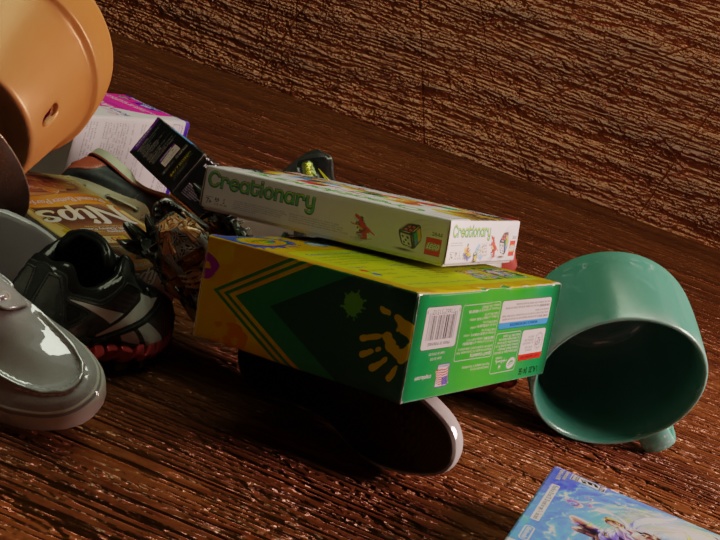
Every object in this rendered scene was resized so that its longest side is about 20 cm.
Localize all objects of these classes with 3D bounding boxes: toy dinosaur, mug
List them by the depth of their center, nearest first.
[{"bbox_3d":[-0.119,0.007,0.963,0.102,0.200,0.136,-19,51,-18],"label":"toy dinosaur"},{"bbox_3d":[0.216,0.071,1.093,0.151,0.185,0.115,2,41,-4],"label":"mug"}]

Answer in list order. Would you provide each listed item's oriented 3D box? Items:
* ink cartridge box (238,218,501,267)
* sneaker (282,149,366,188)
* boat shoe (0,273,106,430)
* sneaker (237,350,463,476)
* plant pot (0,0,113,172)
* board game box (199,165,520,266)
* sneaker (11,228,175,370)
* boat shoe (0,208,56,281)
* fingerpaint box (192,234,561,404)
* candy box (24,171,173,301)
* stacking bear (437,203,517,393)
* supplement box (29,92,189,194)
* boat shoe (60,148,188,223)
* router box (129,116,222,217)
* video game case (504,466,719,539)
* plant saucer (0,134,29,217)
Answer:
[{"bbox_3d":[0.000,0.000,1.070,0.199,0.085,0.146,6,1,37],"label":"ink cartridge box"},{"bbox_3d":[-0.008,-0.040,1.275,0.200,0.085,0.074,46,-3,-15],"label":"sneaker"},{"bbox_3d":[-0.240,0.023,0.747,0.200,0.069,0.072,35,59,16],"label":"boat shoe"},{"bbox_3d":[0.007,0.082,0.913,0.200,0.073,0.085,26,25,34],"label":"sneaker"},{"bbox_3d":[-0.321,-0.159,1.036,0.199,0.200,0.140,17,39,-7],"label":"plant pot"},{"bbox_3d":[0.001,-0.041,0.901,0.199,0.035,0.126,14,8,27],"label":"board game box"},{"bbox_3d":[-0.182,0.019,0.873,0.071,0.098,0.200,21,10,18],"label":"sneaker"},{"bbox_3d":[-0.320,-0.026,0.947,0.199,0.072,0.068,10,14,-8],"label":"boat shoe"},{"bbox_3d":[0.016,0.027,0.843,0.166,0.074,0.200,15,10,32],"label":"fingerpaint box"},{"bbox_3d":[-0.257,-0.032,1.076,0.115,0.056,0.200,2,20,-46],"label":"candy box"},{"bbox_3d":[0.098,0.041,1.171,0.121,0.114,0.200,29,19,-20],"label":"stacking bear"},{"bbox_3d":[-0.297,-0.139,1.378,0.101,0.104,0.200,25,16,22],"label":"supplement box"},{"bbox_3d":[-0.218,-0.049,1.198,0.200,0.071,0.063,35,58,27],"label":"boat shoe"},{"bbox_3d":[-0.122,-0.055,1.210,0.200,0.051,0.149,42,-2,-33],"label":"router box"},{"bbox_3d":[0.180,0.197,0.763,0.181,0.046,0.200,23,13,15],"label":"video game case"},{"bbox_3d":[-0.358,-0.087,0.974,0.200,0.200,0.032,20,55,7],"label":"plant saucer"}]
